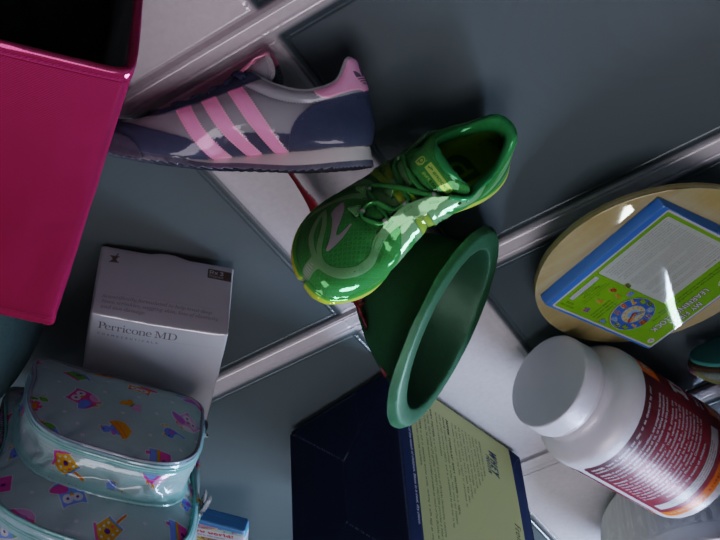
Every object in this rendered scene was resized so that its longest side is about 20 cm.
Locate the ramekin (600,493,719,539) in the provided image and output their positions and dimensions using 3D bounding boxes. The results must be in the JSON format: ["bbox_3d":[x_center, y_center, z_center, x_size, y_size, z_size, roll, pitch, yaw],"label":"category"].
[{"bbox_3d":[0.343,0.287,1.200,0.198,0.106,0.201,-3,134,-3],"label":"ramekin"}]

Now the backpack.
[{"bbox_3d":[-0.200,0.168,0.859,0.174,0.201,0.154,19,115,-15],"label":"backpack"}]

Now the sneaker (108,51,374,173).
[{"bbox_3d":[-0.087,-0.110,0.810,0.198,0.070,0.083,2,94,6],"label":"sneaker"}]

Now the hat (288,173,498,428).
[{"bbox_3d":[0.000,0.000,0.928,0.175,0.165,0.202,26,118,19],"label":"hat"}]

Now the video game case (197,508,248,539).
[{"bbox_3d":[-0.189,0.304,1.207,0.142,0.018,0.201,13,134,5],"label":"video game case"}]

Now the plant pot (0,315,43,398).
[{"bbox_3d":[-0.350,0.057,0.893,0.198,0.136,0.201,-2,135,-2],"label":"plant pot"}]

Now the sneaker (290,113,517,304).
[{"bbox_3d":[0.030,-0.053,0.803,0.200,0.074,0.084,-38,169,-24],"label":"sneaker"}]

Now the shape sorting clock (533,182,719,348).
[{"bbox_3d":[0.239,-0.004,0.949,0.198,0.039,0.201,-3,139,-2],"label":"shape sorting clock"}]

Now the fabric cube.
[{"bbox_3d":[-0.242,-0.121,0.669,0.194,0.201,0.200,13,133,-19],"label":"fabric cube"}]

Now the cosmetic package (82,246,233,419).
[{"bbox_3d":[-0.177,0.082,0.970,0.112,0.082,0.201,8,134,-10],"label":"cosmetic package"}]

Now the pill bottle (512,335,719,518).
[{"bbox_3d":[0.234,0.137,1.037,0.199,0.114,0.113,30,125,-30],"label":"pill bottle"}]

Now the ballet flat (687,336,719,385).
[{"bbox_3d":[0.392,0.075,1.017,0.198,0.069,0.072,-22,113,12],"label":"ballet flat"}]

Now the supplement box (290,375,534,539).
[{"bbox_3d":[0.052,0.240,1.061,0.134,0.201,0.199,-33,130,27],"label":"supplement box"}]
